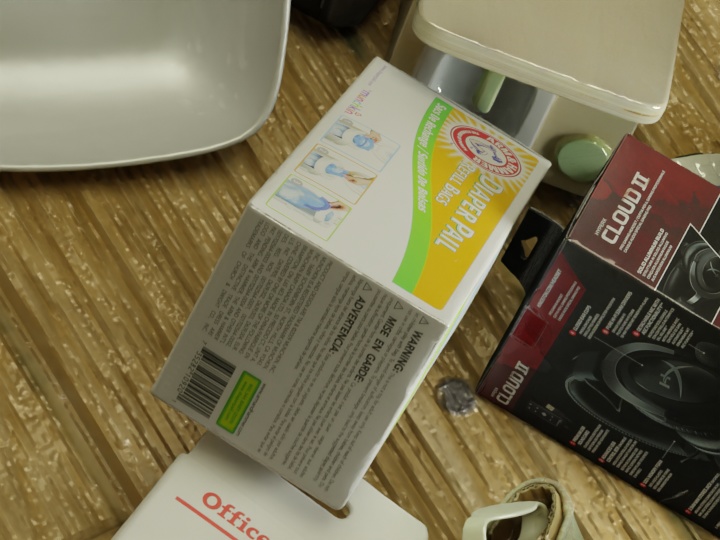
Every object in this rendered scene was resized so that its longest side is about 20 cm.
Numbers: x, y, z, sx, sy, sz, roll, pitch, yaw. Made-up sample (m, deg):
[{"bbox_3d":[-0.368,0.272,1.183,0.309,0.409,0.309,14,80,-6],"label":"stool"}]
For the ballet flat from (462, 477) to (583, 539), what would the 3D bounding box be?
[{"bbox_3d":[0.043,0.146,1.243,0.067,0.063,0.200,1,18,26],"label":"ballet flat"}]

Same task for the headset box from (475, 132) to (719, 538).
[{"bbox_3d":[0.156,0.038,1.329,0.199,0.149,0.077,31,55,4],"label":"headset box"}]

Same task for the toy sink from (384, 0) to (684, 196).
[{"bbox_3d":[0.086,-0.122,1.413,0.129,0.112,0.201,19,42,-5],"label":"toy sink"}]

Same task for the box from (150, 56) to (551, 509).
[{"bbox_3d":[0.000,0.000,1.283,0.101,0.113,0.200,31,28,3],"label":"box"}]

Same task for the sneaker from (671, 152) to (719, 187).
[{"bbox_3d":[0.216,-0.019,1.436,0.199,0.079,0.090,-15,75,-17],"label":"sneaker"}]

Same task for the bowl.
[{"bbox_3d":[-0.136,-0.154,1.357,0.198,0.202,0.075,-5,20,-19],"label":"bowl"}]

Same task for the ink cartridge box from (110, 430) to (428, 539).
[{"bbox_3d":[-0.071,0.165,1.231,0.115,0.068,0.200,36,57,6],"label":"ink cartridge box"}]

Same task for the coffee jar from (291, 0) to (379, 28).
[{"bbox_3d":[-0.060,-0.214,1.445,0.199,0.104,0.085,35,54,5],"label":"coffee jar"}]
